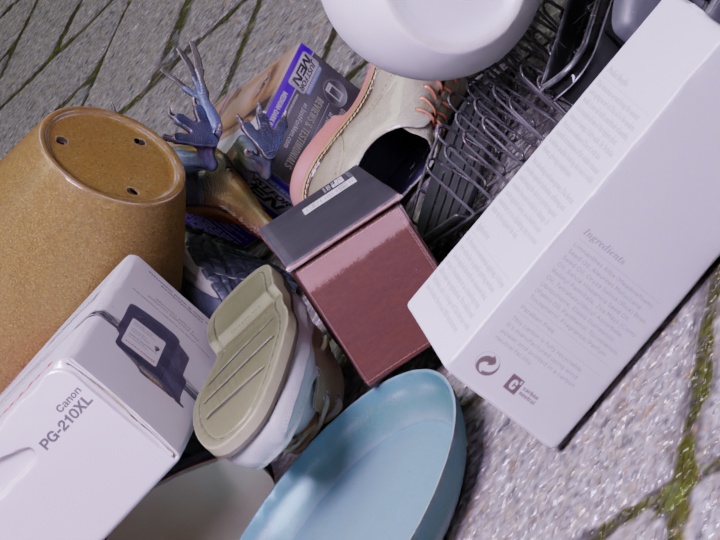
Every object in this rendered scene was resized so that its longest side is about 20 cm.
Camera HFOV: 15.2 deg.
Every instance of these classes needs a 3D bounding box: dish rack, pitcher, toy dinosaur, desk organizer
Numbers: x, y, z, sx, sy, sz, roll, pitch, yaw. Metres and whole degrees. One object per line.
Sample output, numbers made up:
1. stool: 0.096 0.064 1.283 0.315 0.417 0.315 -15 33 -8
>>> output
1. dish rack: 0.090 -0.103 1.503 0.200 0.055 0.154 -36 24 43
2. pitcher: 0.012 -0.186 1.490 0.121 0.171 0.200 -50 15 1
3. toy dinosaur: -0.124 -0.055 1.740 0.181 0.105 0.200 -44 61 58
4. desk organizer: 0.000 0.000 1.485 0.072 0.077 0.200 -33 9 -2

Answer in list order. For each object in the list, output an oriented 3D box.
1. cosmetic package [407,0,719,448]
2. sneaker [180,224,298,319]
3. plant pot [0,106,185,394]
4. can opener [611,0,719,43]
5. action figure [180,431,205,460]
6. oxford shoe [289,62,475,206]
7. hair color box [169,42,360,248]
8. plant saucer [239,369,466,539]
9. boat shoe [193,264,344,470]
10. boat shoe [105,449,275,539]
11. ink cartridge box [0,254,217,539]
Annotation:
1. cosmetic package: 0.118 -0.026 1.262 0.200 0.071 0.101 -50 18 7
2. sneaker: -0.097 0.025 1.724 0.200 0.077 0.087 -147 77 -74
3. plant pot: -0.184 0.005 1.635 0.187 0.186 0.200 -82 15 -56
4. can opener: 0.123 -0.086 1.368 0.200 0.067 0.053 -55 18 -9
5. action figure: -0.111 0.112 1.602 0.200 0.055 0.118 -50 21 22
6. oxford shoe: 0.039 -0.103 1.627 0.200 0.071 0.074 -59 32 2
7. hair color box: -0.092 -0.064 1.861 0.200 0.065 0.109 -30 28 47
8. plant saucer: -0.010 0.139 1.343 0.200 0.027 0.200 -46 19 20
9. boat shoe: -0.041 0.060 1.446 0.075 0.068 0.200 -42 15 15
10. boat shoe: -0.114 0.152 1.510 0.200 0.071 0.063 -46 16 33
11. ink cartridge box: -0.158 0.091 1.475 0.145 0.084 0.200 -47 7 16
